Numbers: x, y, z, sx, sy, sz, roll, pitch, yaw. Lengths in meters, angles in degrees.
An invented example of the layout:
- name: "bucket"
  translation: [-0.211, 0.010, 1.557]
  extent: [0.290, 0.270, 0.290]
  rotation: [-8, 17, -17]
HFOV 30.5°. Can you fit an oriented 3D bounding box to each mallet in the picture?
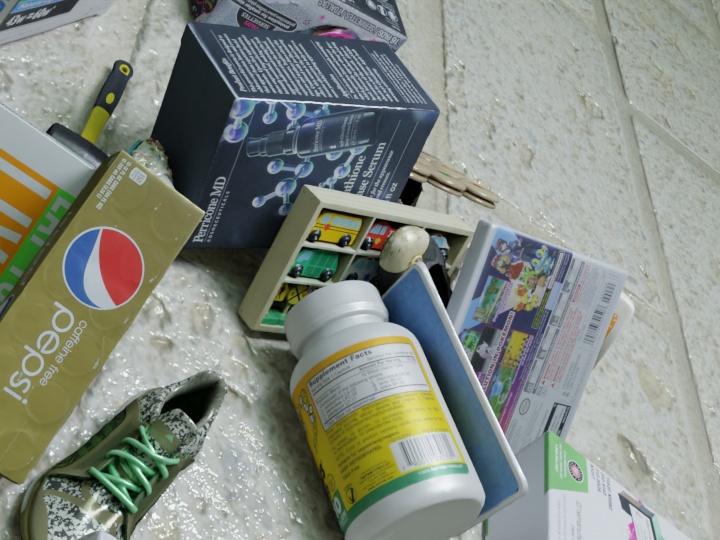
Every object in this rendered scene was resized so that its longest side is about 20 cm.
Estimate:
- name: "mallet"
  translation: [-0.208, -0.119, 1.091]
  extent: [0.066, 0.041, 0.200]
  rotation: [39, 28, -12]

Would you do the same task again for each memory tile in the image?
- name: "memory tile"
  translation: [0.040, -0.118, 1.328]
  extent: [0.153, 0.017, 0.200]
  rotation: [17, 13, -40]

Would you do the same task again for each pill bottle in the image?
- name: "pill bottle"
  translation: [0.010, 0.112, 1.026]
  extent: [0.112, 0.113, 0.201]
  rotation: [10, 47, -46]

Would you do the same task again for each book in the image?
- name: "book"
  translation: [-0.247, -0.039, 0.852]
  extent: [0.199, 0.134, 0.048]
  rotation: [34, 1, -19]

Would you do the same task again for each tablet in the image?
- name: "tablet"
  translation: [0.062, 0.106, 1.069]
  extent: [0.014, 0.130, 0.201]
  rotation: [-15, 71, -33]

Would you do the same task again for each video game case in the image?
- name: "video game case"
  translation: [0.139, 0.072, 1.170]
  extent: [0.181, 0.202, 0.023]
  rotation: [17, 6, -37]

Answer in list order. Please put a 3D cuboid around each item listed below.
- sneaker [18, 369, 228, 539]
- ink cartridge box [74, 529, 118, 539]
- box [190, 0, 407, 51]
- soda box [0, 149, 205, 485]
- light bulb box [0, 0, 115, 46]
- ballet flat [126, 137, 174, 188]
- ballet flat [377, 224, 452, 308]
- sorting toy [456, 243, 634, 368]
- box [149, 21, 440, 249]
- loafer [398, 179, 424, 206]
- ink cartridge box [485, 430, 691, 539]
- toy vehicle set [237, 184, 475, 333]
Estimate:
- name: "sneaker"
  translation: [-0.145, 0.120, 0.844]
  extent: [0.077, 0.089, 0.200]
  rotation: [42, 33, -6]
- name: "ink cartridge box"
  translation: [-0.115, 0.267, 0.724]
  extent: [0.161, 0.050, 0.201]
  rotation: [46, 24, -33]
- name: "box"
  translation: [-0.069, -0.282, 1.371]
  extent: [0.199, 0.115, 0.133]
  rotation: [20, 41, -36]
- name: "soda box"
  translation: [-0.182, 0.028, 0.813]
  extent: [0.068, 0.064, 0.201]
  rotation: [37, 77, -17]
- name: "light bulb box"
  translation: [-0.296, -0.311, 1.105]
  extent: [0.200, 0.125, 0.198]
  rotation: [49, 30, 0]
- name: "ballet flat"
  translation: [-0.172, -0.027, 0.986]
  extent: [0.063, 0.076, 0.201]
  rotation: [16, 41, 6]
- name: "ballet flat"
  translation: [0.062, 0.034, 1.145]
  extent: [0.057, 0.066, 0.201]
  rotation: [43, -17, 40]
- name: "sorting toy"
  translation: [0.169, 0.029, 1.333]
  extent: [0.179, 0.107, 0.200]
  rotation: [36, 1, 8]
- name: "box"
  translation: [-0.060, -0.107, 1.094]
  extent: [0.199, 0.149, 0.107]
  rotation: [-1, 42, -34]
- name: "loafer"
  translation: [-0.003, -0.063, 1.249]
  extent: [0.075, 0.070, 0.200]
  rotation: [51, 30, 6]
- name: "ink cartridge box"
  translation: [0.205, 0.258, 1.134]
  extent: [0.199, 0.084, 0.145]
  rotation: [37, 32, -18]
- name: "toy vehicle set"
  translation: [0.000, 0.000, 1.128]
  extent: [0.199, 0.125, 0.027]
  rotation: [8, 28, -47]
